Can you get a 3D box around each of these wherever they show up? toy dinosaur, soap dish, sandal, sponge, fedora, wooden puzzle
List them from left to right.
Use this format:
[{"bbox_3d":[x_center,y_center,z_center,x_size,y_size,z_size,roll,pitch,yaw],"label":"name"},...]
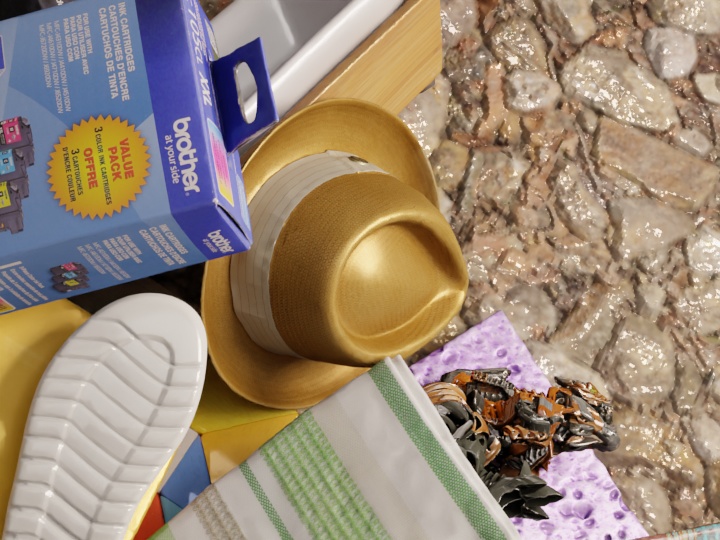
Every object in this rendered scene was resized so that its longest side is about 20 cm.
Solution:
[{"bbox_3d":[-0.147,0.106,0.920,0.082,0.050,0.204,24,82,-4],"label":"sandal"},{"bbox_3d":[-0.122,0.106,1.006,0.199,0.037,0.185,33,65,1],"label":"wooden puzzle"},{"bbox_3d":[-0.056,-0.103,1.045,0.200,0.157,0.081,-45,121,-24],"label":"soap dish"},{"bbox_3d":[0.000,0.000,0.975,0.082,0.201,0.201,20,58,38],"label":"fedora"},{"bbox_3d":[0.056,0.113,0.995,0.199,0.102,0.136,-18,47,0],"label":"toy dinosaur"},{"bbox_3d":[0.094,0.134,1.047,0.111,0.030,0.201,-28,77,-21],"label":"sponge"}]

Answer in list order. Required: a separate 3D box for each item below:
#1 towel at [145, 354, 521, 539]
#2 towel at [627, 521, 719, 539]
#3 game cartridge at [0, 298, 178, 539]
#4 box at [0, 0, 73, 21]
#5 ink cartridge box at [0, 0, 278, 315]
[{"bbox_3d":[-0.021,0.158,0.920,0.200,0.031,0.149,-37,59,5],"label":"towel"},{"bbox_3d":[0.184,0.256,1.003,0.146,0.022,0.201,-7,79,-20],"label":"towel"},{"bbox_3d":[-0.206,0.090,0.936,0.200,0.032,0.177,33,67,-16],"label":"game cartridge"},{"bbox_3d":[-0.203,-0.092,1.011,0.036,0.143,0.201,-9,68,-48],"label":"box"},{"bbox_3d":[-0.138,-0.067,0.896,0.199,0.076,0.137,-14,70,5],"label":"ink cartridge box"}]
